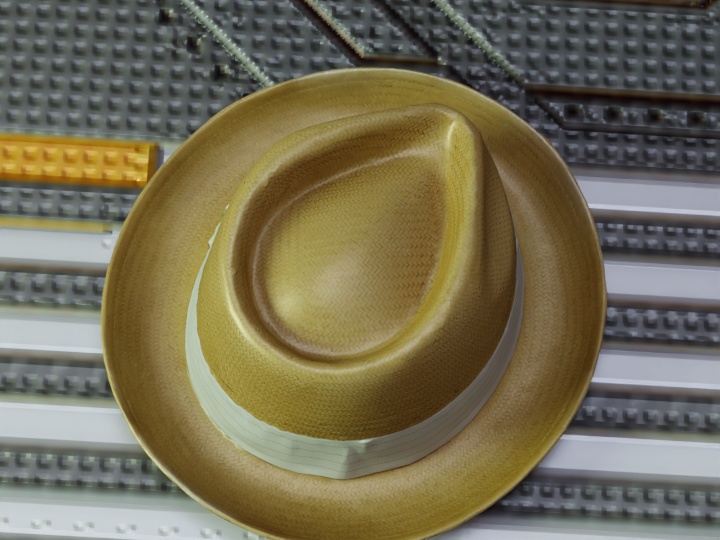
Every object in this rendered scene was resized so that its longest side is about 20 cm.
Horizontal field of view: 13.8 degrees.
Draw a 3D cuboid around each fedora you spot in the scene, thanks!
[{"bbox_3d":[0.000,0.000,1.090,0.199,0.082,0.202,2,66,-4],"label":"fedora"}]
